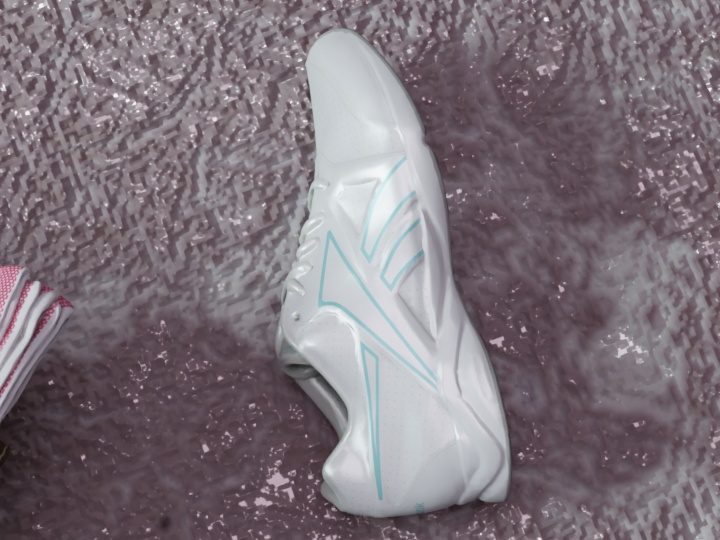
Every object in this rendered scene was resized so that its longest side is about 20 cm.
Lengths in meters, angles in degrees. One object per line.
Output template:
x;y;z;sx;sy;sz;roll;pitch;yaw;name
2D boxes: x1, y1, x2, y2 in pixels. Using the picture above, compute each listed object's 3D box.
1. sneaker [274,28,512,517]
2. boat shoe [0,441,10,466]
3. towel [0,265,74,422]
0.000;0.000;0.850;0.080;0.070;0.202;-13;75;-3;sneaker
-0.198;0.143;0.808;0.074;0.076;0.200;43;78;-22;boat shoe
-0.207;0.061;0.795;0.199;0.030;0.147;5;61;37;towel
